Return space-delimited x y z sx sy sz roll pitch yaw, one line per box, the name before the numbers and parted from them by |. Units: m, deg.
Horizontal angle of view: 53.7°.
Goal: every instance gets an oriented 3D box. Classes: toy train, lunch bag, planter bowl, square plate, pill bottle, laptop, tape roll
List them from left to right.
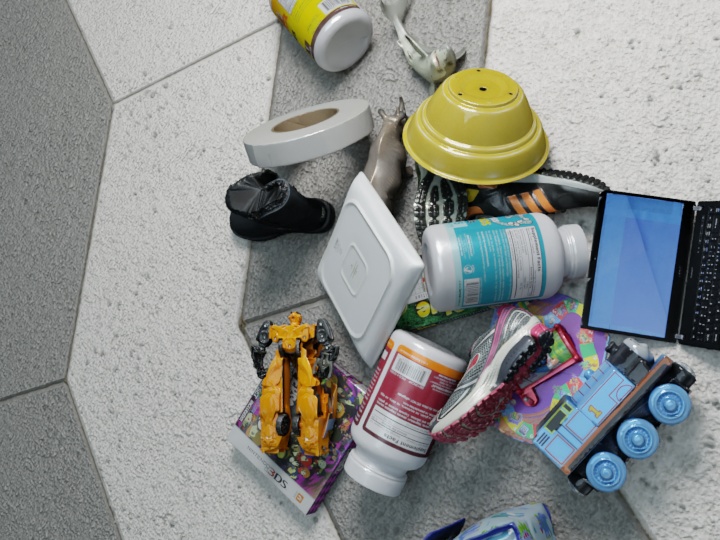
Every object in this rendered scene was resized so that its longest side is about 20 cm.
tape roll | -0.078 -0.208 1.063 0.201 0.203 0.037 -4 116 26
pill bottle | -0.075 -0.421 1.142 0.109 0.109 0.201 -43 65 13
square plate | 0.000 0.000 0.994 0.199 0.028 0.201 59 138 37
pill bottle | 0.056 0.191 0.957 0.112 0.113 0.202 26 92 28
lunch bag | 0.136 0.365 0.851 0.199 0.170 0.128 -31 68 20
planter bowl | 0.157 -0.207 0.937 0.198 0.084 0.202 1 46 -1
pill bottle | 0.183 -0.013 0.907 0.197 0.111 0.112 -7 76 -3
toy train | 0.301 0.171 0.846 0.114 0.087 0.201 42 100 16
laptop | 0.377 -0.002 0.827 0.199 0.102 0.180 8 89 61

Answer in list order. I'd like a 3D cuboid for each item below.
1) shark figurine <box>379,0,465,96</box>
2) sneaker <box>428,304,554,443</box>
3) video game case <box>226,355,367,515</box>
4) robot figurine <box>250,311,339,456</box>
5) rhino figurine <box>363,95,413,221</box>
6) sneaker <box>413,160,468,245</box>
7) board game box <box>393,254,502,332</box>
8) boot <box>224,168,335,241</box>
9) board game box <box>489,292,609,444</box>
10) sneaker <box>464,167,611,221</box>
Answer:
shark figurine | 0.108 -0.336 1.068 0.089 0.129 0.215 -24 49 -6
sneaker | 0.157 0.136 0.898 0.200 0.080 0.075 -50 51 6
video game case | -0.087 0.225 1.064 0.181 0.036 0.201 35 96 26
robot figurine | -0.092 0.161 1.026 0.143 0.058 0.203 -3 80 24
rhino figurine | 0.041 -0.161 1.046 0.059 0.087 0.202 11 85 27
sneaker | 0.110 -0.112 1.006 0.076 0.089 0.202 1 70 3
board game box | 0.111 0.023 1.009 0.198 0.023 0.106 -19 69 22
boot | -0.157 -0.099 1.088 0.198 0.168 0.077 1 80 27
board game box | 0.229 0.124 0.923 0.157 0.039 0.202 13 86 28
sneaker | 0.233 -0.091 0.958 0.198 0.070 0.091 11 107 24
